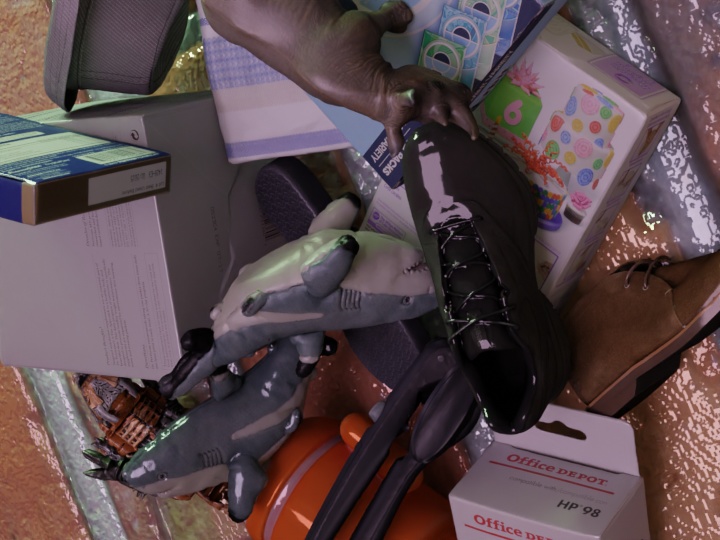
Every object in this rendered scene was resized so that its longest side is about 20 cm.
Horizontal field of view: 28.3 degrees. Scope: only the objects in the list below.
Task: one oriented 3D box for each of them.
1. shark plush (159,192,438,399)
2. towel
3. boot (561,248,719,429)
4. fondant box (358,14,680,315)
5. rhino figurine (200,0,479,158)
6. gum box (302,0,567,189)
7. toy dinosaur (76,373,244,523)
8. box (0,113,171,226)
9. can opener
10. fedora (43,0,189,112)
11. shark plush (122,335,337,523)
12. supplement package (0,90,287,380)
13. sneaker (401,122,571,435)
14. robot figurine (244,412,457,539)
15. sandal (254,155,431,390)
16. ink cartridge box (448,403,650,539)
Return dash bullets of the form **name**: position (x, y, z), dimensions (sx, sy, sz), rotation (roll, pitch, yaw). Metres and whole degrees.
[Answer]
- **shark plush**: position (-0.047, 0.036, 0.940), dimensions (0.199, 0.091, 0.084), rotation (-34, 110, 1)
- **towel**: position (-0.041, -0.178, 0.987), dimensions (0.145, 0.024, 0.202), rotation (-8, 101, 13)
- **boot**: position (0.188, 0.016, 0.883), dimensions (0.076, 0.073, 0.200), rotation (55, 132, 17)
- **fondant box**: position (0.097, -0.063, 0.932), dimensions (0.144, 0.058, 0.201), rotation (39, 126, 21)
- **rhino figurine**: position (-0.012, -0.129, 0.831), dimensions (0.199, 0.087, 0.060), rotation (37, 129, 16)
- **gum box**: position (0.008, -0.180, 0.881), dimensions (0.200, 0.044, 0.170), rotation (48, 130, 9)
- **toy dinosaur**: position (-0.155, 0.149, 1.139), dimensions (0.135, 0.102, 0.201), rotation (10, 129, 59)
- **box**: position (-0.239, -0.073, 0.955), dimensions (0.199, 0.121, 0.033), rotation (17, 112, 33)
- **can opener**: position (0.016, 0.133, 0.969), dimensions (0.063, 0.079, 0.201), rotation (38, 98, 17)
- **fedora**: position (-0.167, -0.205, 1.035), dimensions (0.089, 0.201, 0.177), rotation (11, 144, -7)
- **shark plush**: position (-0.078, 0.091, 1.007), dimensions (0.200, 0.083, 0.091), rotation (-45, 33, 17)
- **supplement package**: position (-0.171, -0.032, 1.087), dimensions (0.199, 0.147, 0.193), rotation (2, 105, 37)
- **sneaker**: position (0.076, 0.007, 0.866), dimensions (0.075, 0.091, 0.201), rotation (-19, 104, 22)
- **robot figurine**: position (-0.008, 0.188, 1.055), dimensions (0.199, 0.117, 0.144), rotation (35, 161, 23)
- **sandal**: position (0.000, -0.001, 1.025), dimensions (0.201, 0.043, 0.076), rotation (57, 147, 2)
- **ink cartridge box**: position (0.129, 0.189, 0.952), dimensions (0.115, 0.067, 0.202), rotation (10, 126, 35)
